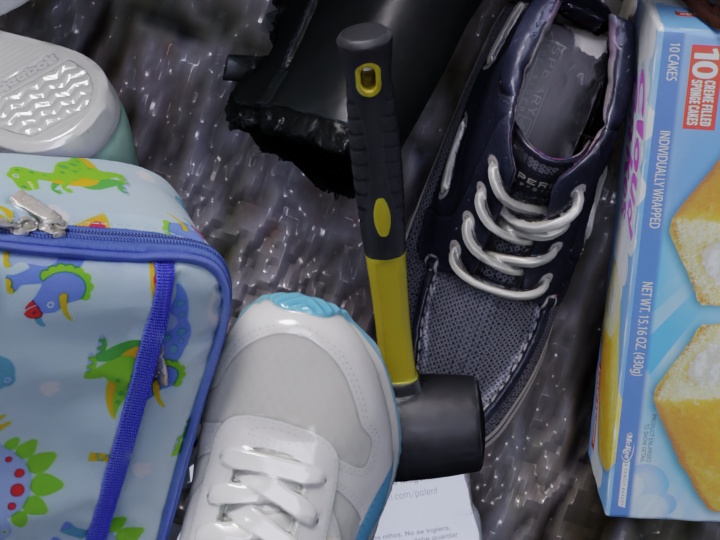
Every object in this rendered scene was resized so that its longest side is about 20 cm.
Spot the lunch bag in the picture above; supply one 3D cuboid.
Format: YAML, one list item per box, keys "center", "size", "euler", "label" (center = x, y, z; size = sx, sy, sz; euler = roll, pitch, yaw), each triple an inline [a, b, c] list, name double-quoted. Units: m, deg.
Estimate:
- center: [-0.136, 0.056, 0.857]
  size: [0.160, 0.083, 0.201]
  euler: [4, 119, -29]
  label: "lunch bag"

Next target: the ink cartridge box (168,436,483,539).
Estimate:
- center: [-0.041, 0.163, 0.967]
  size: [0.195, 0.043, 0.201]
  euler: [-8, 90, 0]
  label: "ink cartridge box"

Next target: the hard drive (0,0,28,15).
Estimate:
- center: [-0.077, -0.184, 0.929]
  size: [0.199, 0.132, 0.027]
  euler: [-27, 135, -2]
  label: "hard drive"

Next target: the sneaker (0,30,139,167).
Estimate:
- center: [-0.165, -0.052, 0.945]
  size: [0.200, 0.118, 0.074]
  euler: [27, 63, 31]
  label: "sneaker"

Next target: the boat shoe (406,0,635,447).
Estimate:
- center: [0.056, -0.020, 0.943]
  size: [0.074, 0.093, 0.201]
  euler: [14, 91, -3]
  label: "boat shoe"

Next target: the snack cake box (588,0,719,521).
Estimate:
- center: [0.158, -0.004, 0.934]
  size: [0.114, 0.067, 0.201]
  euler: [3, 109, -2]
  label: "snack cake box"

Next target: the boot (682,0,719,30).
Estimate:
- center: [0.157, -0.166, 0.915]
  size: [0.096, 0.075, 0.201]
  euler: [-1, 46, -10]
  label: "boot"

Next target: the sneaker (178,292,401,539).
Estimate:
- center: [-0.034, 0.107, 0.879]
  size: [0.076, 0.081, 0.201]
  euler: [12, 110, 8]
  label: "sneaker"

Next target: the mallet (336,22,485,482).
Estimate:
- center: [0.000, 0.000, 0.880]
  size: [0.066, 0.041, 0.201]
  euler: [-11, 126, 5]
  label: "mallet"

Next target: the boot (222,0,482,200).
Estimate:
- center: [0.029, -0.110, 0.895]
  size: [0.073, 0.198, 0.163]
  euler: [35, 79, -22]
  label: "boot"
